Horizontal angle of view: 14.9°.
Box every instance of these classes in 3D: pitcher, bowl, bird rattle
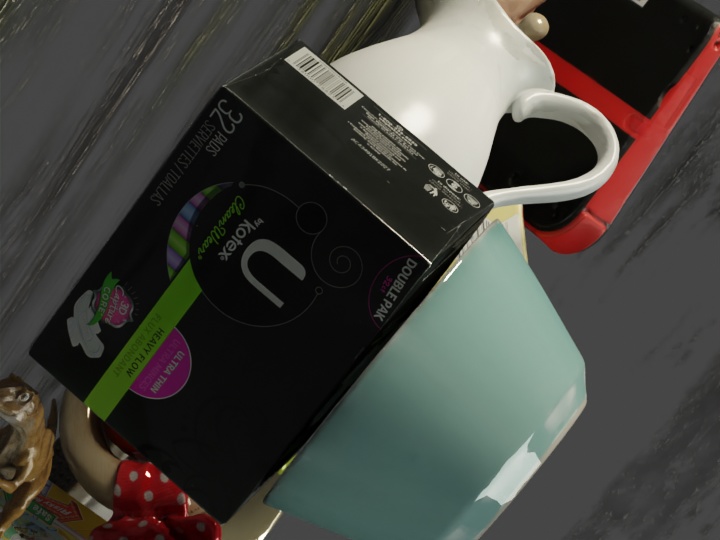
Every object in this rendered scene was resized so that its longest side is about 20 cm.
[{"bbox_3d":[0.047,-0.071,1.638,0.200,0.171,0.121,-45,166,-36],"label":"pitcher"},{"bbox_3d":[0.048,0.082,1.503,0.201,0.105,0.201,-49,178,-2],"label":"bowl"},{"bbox_3d":[-0.109,0.105,1.651,0.200,0.163,0.113,-48,152,-3],"label":"bird rattle"}]

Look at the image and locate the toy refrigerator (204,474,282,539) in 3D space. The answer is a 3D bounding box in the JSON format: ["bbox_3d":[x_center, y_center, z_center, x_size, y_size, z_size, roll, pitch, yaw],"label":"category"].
[{"bbox_3d":[-0.068,0.132,1.883,0.200,0.070,0.076,-55,-176,-35],"label":"toy refrigerator"}]

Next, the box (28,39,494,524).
[{"bbox_3d":[-0.054,0.005,1.490,0.200,0.148,0.124,-52,175,24],"label":"box"}]

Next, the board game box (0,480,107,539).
[{"bbox_3d":[-0.165,0.201,1.661,0.034,0.200,0.134,-60,171,23],"label":"board game box"}]

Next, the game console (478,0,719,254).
[{"bbox_3d":[0.135,-0.116,1.762,0.177,0.031,0.200,-54,-143,5],"label":"game console"}]

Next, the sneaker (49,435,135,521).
[{"bbox_3d":[-0.135,0.108,1.819,0.200,0.070,0.076,-40,130,-7],"label":"sneaker"}]

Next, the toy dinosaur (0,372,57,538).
[{"bbox_3d":[-0.195,0.113,1.575,0.106,0.060,0.200,-49,174,-12],"label":"toy dinosaur"}]

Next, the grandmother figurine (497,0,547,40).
[{"bbox_3d":[0.084,-0.164,1.771,0.200,0.060,0.121,-51,-167,6],"label":"grandmother figurine"}]

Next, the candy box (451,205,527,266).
[{"bbox_3d":[0.000,0.000,1.728,0.199,0.056,0.115,-3,167,-4],"label":"candy box"}]
